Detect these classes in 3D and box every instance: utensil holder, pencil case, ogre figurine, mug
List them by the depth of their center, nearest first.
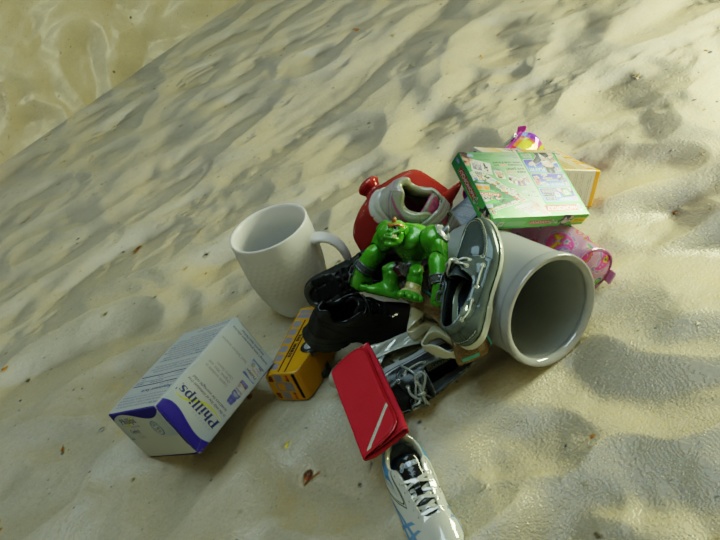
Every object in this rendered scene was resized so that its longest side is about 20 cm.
[{"bbox_3d":[0.220,0.029,1.239,0.169,0.171,0.200,-35,32,-18],"label":"utensil holder"},{"bbox_3d":[0.066,-0.015,1.244,0.200,0.097,0.121,3,78,65],"label":"ogre figurine"},{"bbox_3d":[0.328,-0.037,1.345,0.087,0.088,0.200,-28,34,-8],"label":"pencil case"},{"bbox_3d":[-0.112,-0.013,1.486,0.198,0.176,0.148,-10,35,18],"label":"mug"},{"bbox_3d":[0.278,-0.190,1.586,0.088,0.089,0.200,11,47,40],"label":"pencil case"}]

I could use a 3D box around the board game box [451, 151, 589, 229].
[{"bbox_3d":[0.255,-0.130,1.309,0.198,0.029,0.135,-4,57,-29],"label":"board game box"}]

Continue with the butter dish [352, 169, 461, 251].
[{"bbox_3d":[0.056,-0.106,1.473,0.200,0.148,0.200,-39,-8,-26],"label":"butter dish"}]

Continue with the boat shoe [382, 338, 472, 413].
[{"bbox_3d":[0.083,0.169,1.208,0.198,0.074,0.068,-26,18,-22],"label":"boat shoe"}]

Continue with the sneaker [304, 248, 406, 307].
[{"bbox_3d":[0.000,0.000,1.366,0.198,0.076,0.079,-18,12,20],"label":"sneaker"}]

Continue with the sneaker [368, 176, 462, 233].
[{"bbox_3d":[0.112,-0.078,1.315,0.088,0.199,0.082,-45,19,59],"label":"sneaker"}]

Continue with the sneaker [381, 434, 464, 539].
[{"bbox_3d":[0.073,0.285,1.052,0.071,0.073,0.200,-24,34,-5],"label":"sneaker"}]

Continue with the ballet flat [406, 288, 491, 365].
[{"bbox_3d":[0.114,0.087,1.223,0.072,0.068,0.200,-37,34,-11],"label":"ballet flat"}]

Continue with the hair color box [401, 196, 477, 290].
[{"bbox_3d":[0.154,-0.031,1.421,0.200,0.100,0.060,-39,38,-22],"label":"hair color box"}]

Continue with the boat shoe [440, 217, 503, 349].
[{"bbox_3d":[0.150,0.007,1.144,0.073,0.062,0.202,-18,53,47],"label":"boat shoe"}]

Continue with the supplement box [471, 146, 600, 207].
[{"bbox_3d":[0.305,-0.166,1.463,0.198,0.074,0.126,-3,25,-27],"label":"supplement box"}]

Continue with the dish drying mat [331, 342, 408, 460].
[{"bbox_3d":[0.008,0.180,1.164,0.077,0.018,0.200,-40,33,9],"label":"dish drying mat"}]

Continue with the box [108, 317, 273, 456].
[{"bbox_3d":[-0.270,0.189,1.316,0.183,0.105,0.200,-18,25,50],"label":"box"}]

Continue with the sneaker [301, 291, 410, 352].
[{"bbox_3d":[0.007,0.076,1.323,0.198,0.091,0.076,-9,49,-29],"label":"sneaker"}]

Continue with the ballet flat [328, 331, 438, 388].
[{"bbox_3d":[0.047,0.143,1.280,0.199,0.070,0.070,-24,33,-8],"label":"ballet flat"}]

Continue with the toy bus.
[{"bbox_3d":[-0.082,0.122,1.380,0.078,0.065,0.201,-6,37,27],"label":"toy bus"}]
